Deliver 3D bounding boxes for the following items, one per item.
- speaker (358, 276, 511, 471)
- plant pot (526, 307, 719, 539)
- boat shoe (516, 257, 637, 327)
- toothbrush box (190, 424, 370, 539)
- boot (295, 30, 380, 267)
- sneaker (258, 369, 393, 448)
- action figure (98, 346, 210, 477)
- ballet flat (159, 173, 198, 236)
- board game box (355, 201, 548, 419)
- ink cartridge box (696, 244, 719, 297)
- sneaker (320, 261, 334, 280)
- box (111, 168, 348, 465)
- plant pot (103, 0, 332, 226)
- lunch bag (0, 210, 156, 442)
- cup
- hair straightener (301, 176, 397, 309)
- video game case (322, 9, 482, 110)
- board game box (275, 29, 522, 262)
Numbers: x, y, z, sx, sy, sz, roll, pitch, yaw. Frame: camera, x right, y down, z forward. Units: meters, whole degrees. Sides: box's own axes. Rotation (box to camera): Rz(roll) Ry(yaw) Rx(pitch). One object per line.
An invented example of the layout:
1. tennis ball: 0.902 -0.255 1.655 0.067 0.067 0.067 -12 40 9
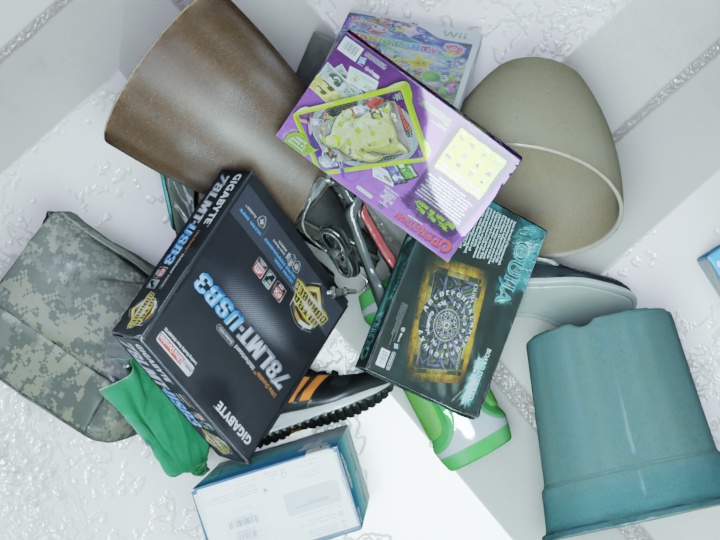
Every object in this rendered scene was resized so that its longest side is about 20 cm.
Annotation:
1. speaker: 0.075 0.098 1.557 0.088 0.088 0.201 -28 86 2
2. plant pot: 0.254 0.149 1.501 0.198 0.200 0.198 -12 78 3
3. boat shoe: 0.183 0.015 1.563 0.198 0.076 0.061 7 43 -12
4. toothbrush box: -0.073 0.219 1.502 0.145 0.200 0.086 -17 90 1
5. boot: -0.017 -0.124 1.589 0.181 0.073 0.201 30 83 5
6. sneaker: -0.066 0.119 1.574 0.198 0.070 0.091 -19 77 -1
7. action figure: -0.184 0.135 1.474 0.055 0.201 0.118 28 59 38
8. ballet flat: -0.171 -0.038 1.590 0.063 0.067 0.202 -6 87 -4
9. board game box: 0.090 0.026 1.474 0.135 0.028 0.201 26 80 -24
10. ink cartridge box: 0.457 -0.018 1.548 0.199 0.068 0.116 -33 86 1
11. sneaker: -0.099 0.060 1.554 0.077 0.070 0.201 26 67 8
12. box: -0.116 0.044 1.440 0.049 0.200 0.199 7 54 40
13. plant pot: -0.115 -0.140 1.504 0.199 0.187 0.187 37 90 2
14. lunch bag: -0.265 0.053 1.534 0.199 0.139 0.169 32 104 15
15. cup: 0.168 -0.125 1.527 0.198 0.201 0.144 10 60 4
16. hair straightener: 0.000 0.000 1.468 0.077 0.041 0.201 -31 111 -6
17. video game case: 0.036 -0.194 1.514 0.142 0.201 0.018 11 128 7
18. board game box: 0.035 -0.114 1.411 0.199 0.032 0.120 36 103 -1
